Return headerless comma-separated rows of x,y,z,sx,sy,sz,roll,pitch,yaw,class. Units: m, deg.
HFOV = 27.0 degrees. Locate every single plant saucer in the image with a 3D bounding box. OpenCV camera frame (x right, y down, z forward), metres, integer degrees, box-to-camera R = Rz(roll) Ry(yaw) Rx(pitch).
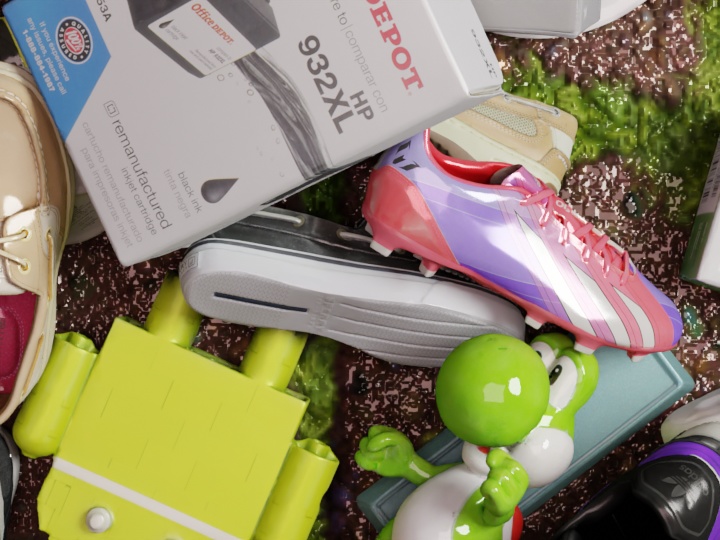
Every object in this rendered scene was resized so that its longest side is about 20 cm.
0.095,0.100,0.864,0.200,0.019,0.070,-38,88,3,plant saucer

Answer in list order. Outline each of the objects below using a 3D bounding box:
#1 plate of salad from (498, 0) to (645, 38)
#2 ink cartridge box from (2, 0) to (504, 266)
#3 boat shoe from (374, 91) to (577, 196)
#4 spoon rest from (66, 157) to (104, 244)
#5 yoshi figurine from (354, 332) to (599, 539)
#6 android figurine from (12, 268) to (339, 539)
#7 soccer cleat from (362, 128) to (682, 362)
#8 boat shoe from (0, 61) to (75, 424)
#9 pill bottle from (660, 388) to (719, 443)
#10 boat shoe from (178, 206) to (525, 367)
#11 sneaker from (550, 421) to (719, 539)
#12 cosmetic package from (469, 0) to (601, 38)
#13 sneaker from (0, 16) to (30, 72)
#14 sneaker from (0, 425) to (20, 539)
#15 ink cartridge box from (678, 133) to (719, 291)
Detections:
0.101,-0.233,0.847,0.198,0.048,0.202,0,99,2,plate of salad
-0.051,-0.110,0.739,0.199,0.084,0.146,-24,91,19,ink cartridge box
0.028,-0.102,0.848,0.199,0.072,0.077,25,79,-8,boat shoe
-0.203,-0.029,0.845,0.199,0.099,0.061,-32,64,13,spoon rest
0.049,0.113,0.806,0.112,0.112,0.201,32,88,9,yoshi figurine
-0.109,0.108,0.861,0.181,0.041,0.201,25,89,1,android figurine
0.096,-0.014,0.801,0.199,0.067,0.077,23,108,-14,soccer cleat
-0.188,-0.006,0.775,0.073,0.069,0.201,3,120,-3,boat shoe
0.248,0.157,0.812,0.110,0.111,0.201,-21,89,2,pill bottle
0.000,0.000,0.839,0.199,0.072,0.071,14,56,-14,boat shoe
0.122,0.157,0.784,0.070,0.099,0.201,48,132,20,sneaker
0.029,-0.184,0.794,0.199,0.090,0.108,7,107,13,cosmetic package
-0.166,-0.117,0.855,0.198,0.075,0.077,10,70,0,sneaker
-0.238,0.185,0.829,0.072,0.112,0.202,3,90,3,sneaker
0.290,-0.017,0.835,0.199,0.059,0.105,17,91,2,ink cartridge box
